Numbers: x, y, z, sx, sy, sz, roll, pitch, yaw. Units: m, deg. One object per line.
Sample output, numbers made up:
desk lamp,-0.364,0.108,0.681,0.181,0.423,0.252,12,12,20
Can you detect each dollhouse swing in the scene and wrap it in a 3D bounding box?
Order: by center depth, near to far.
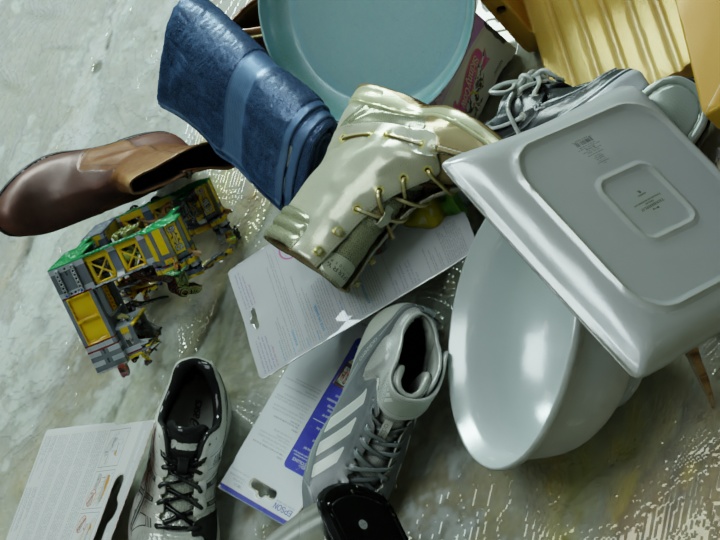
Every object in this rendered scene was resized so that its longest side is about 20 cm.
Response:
dollhouse swing,0.175,-0.244,1.616,0.200,0.182,0.176,-30,36,25

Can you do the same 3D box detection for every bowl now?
bowl,0.143,0.045,1.474,0.201,0.090,0.201,-171,90,-69

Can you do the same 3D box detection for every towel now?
towel,-0.095,-0.134,1.719,0.200,0.049,0.112,44,141,33

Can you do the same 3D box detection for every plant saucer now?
plant saucer,0.008,-0.215,1.669,0.200,0.027,0.200,4,98,31

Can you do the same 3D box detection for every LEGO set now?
LEGO set,-0.172,0.011,1.790,0.154,0.116,0.200,-24,12,5

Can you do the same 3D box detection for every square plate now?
square plate,0.186,-0.038,1.404,0.198,0.200,0.028,49,138,19

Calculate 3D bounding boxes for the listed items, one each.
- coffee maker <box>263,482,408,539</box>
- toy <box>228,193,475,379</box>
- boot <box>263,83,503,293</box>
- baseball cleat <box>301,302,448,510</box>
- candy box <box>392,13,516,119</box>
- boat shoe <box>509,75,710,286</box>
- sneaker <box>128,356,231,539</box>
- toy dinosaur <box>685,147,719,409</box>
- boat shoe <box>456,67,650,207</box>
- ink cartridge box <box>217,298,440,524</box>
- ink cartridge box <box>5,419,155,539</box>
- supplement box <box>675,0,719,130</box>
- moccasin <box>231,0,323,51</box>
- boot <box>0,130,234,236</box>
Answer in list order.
coffee maker,-0.051,0.276,1.494,0.200,0.135,0.192,-34,46,22
toy,0.000,0.000,1.637,0.200,0.047,0.115,-33,48,16
boot,0.027,-0.050,1.565,0.200,0.072,0.155,23,74,47
baseball cleat,0.009,0.119,1.554,0.106,0.070,0.200,180,104,-76
candy box,0.008,-0.147,1.763,0.200,0.072,0.168,19,76,47
boat shoe,0.185,-0.062,1.557,0.200,0.060,0.076,-40,77,13
sneaker,-0.147,0.162,1.676,0.076,0.088,0.200,3,61,0
toy dinosaur,0.225,-0.017,1.464,0.106,0.060,0.200,18,66,5
boat shoe,0.132,-0.117,1.602,0.199,0.074,0.068,-31,85,47
ink cartridge box,-0.025,0.107,1.652,0.099,0.039,0.200,24,80,47
ink cartridge box,-0.227,0.207,1.732,0.200,0.050,0.161,-10,56,54
supplement box,0.315,-0.159,1.392,0.133,0.200,0.197,-28,48,27
moccasin,-0.020,-0.241,1.740,0.201,0.078,0.074,-26,47,27
boot,-0.217,-0.070,1.836,0.188,0.069,0.200,-16,12,-19
